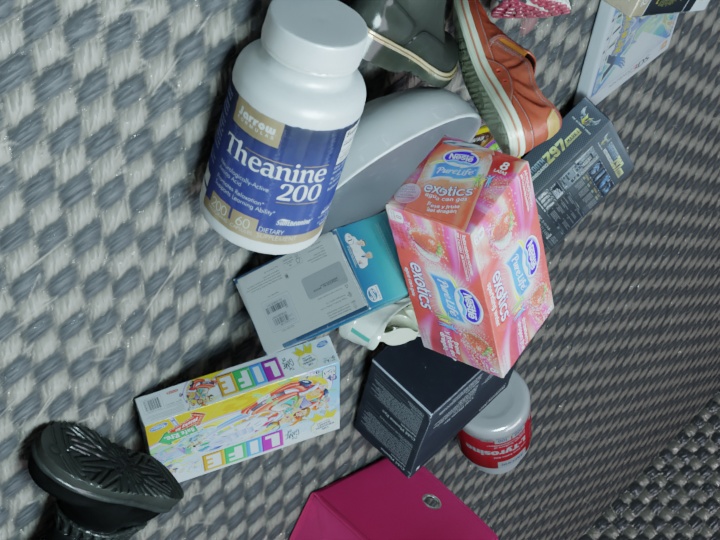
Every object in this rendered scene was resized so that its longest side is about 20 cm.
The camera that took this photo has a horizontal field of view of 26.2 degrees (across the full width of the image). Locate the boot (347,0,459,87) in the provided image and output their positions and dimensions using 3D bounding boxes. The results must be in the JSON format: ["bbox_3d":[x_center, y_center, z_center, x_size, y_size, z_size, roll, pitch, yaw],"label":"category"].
[{"bbox_3d":[0.066,-0.241,1.366,0.139,0.077,0.200,-58,163,15],"label":"boot"}]

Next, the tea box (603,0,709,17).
[{"bbox_3d":[0.307,-0.376,1.560,0.196,0.133,0.201,-17,139,-55],"label":"tea box"}]

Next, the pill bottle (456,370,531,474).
[{"bbox_3d":[0.193,0.222,2.247,0.112,0.112,0.200,-45,156,-15],"label":"pill bottle"}]

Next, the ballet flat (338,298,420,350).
[{"bbox_3d":[0.050,0.055,1.794,0.200,0.069,0.070,-18,140,-54],"label":"ballet flat"}]

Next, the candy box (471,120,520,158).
[{"bbox_3d":[0.126,-0.126,1.723,0.200,0.026,0.102,-20,145,-52],"label":"candy box"}]

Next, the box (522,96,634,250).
[{"bbox_3d":[0.258,-0.117,1.930,0.158,0.051,0.200,-44,159,5],"label":"box"}]

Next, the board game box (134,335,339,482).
[{"bbox_3d":[-0.118,0.143,1.541,0.199,0.034,0.135,-18,148,-12],"label":"board game box"}]

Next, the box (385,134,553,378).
[{"bbox_3d":[0.105,-0.011,1.422,0.103,0.094,0.201,-50,144,-29],"label":"box"}]

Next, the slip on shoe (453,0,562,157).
[{"bbox_3d":[0.131,-0.187,1.438,0.061,0.201,0.074,-17,142,-7],"label":"slip on shoe"}]

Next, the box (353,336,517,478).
[{"bbox_3d":[0.103,0.129,1.929,0.200,0.104,0.182,-39,160,-28],"label":"box"}]

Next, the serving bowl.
[{"bbox_3d":[0.014,-0.112,1.445,0.200,0.066,0.200,-31,169,-6],"label":"serving bowl"}]

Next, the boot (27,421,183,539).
[{"bbox_3d":[-0.272,0.233,1.433,0.158,0.080,0.211,-43,146,8],"label":"boot"}]

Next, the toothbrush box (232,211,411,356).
[{"bbox_3d":[0.000,0.000,1.515,0.146,0.086,0.200,-25,178,38],"label":"toothbrush box"}]

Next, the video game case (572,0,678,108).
[{"bbox_3d":[0.335,-0.304,1.861,0.182,0.022,0.200,-38,153,-31],"label":"video game case"}]

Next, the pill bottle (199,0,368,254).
[{"bbox_3d":[-0.059,-0.121,1.270,0.111,0.111,0.201,-27,147,-45],"label":"pill bottle"}]

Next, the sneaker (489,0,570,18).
[{"bbox_3d":[0.159,-0.290,1.489,0.200,0.080,0.075,27,62,-76],"label":"sneaker"}]

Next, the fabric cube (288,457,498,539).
[{"bbox_3d":[0.026,0.396,2.084,0.199,0.196,0.201,-16,140,-51],"label":"fabric cube"}]
